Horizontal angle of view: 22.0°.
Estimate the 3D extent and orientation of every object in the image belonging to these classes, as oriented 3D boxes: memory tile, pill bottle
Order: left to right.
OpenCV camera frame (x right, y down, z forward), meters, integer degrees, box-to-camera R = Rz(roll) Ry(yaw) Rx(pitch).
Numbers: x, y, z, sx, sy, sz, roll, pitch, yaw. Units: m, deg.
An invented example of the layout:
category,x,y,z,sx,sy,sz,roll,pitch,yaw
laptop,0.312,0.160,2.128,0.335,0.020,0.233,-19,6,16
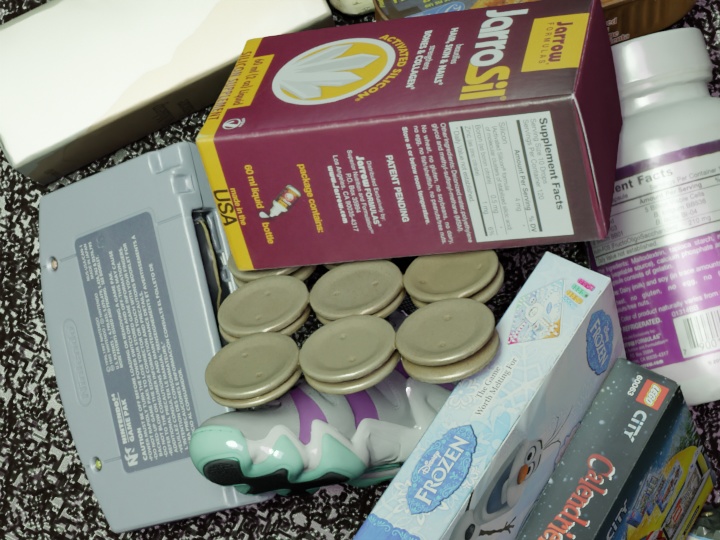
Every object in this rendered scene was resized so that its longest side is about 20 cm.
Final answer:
category,x,y,z,sx,sy,sz,roll,pitch,yaw
memory tile,0.000,0.000,0.967,0.152,0.201,0.017,-11,123,11
pill bottle,0.178,-0.028,1.039,0.111,0.112,0.202,-15,85,0

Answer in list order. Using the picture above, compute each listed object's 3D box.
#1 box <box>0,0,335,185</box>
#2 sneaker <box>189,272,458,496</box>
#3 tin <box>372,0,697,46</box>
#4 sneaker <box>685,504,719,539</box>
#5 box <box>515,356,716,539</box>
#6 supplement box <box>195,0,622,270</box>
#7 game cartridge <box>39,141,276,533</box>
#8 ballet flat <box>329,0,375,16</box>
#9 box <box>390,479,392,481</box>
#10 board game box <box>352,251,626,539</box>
category,x,y,z,sx,sy,sz,roll,pitch,yaw
box,-0.118,-0.130,1.064,0.199,0.095,0.078,-26,86,1
sneaker,-0.009,0.046,0.997,0.199,0.078,0.141,4,73,-38
tin,0.102,-0.164,1.051,0.199,0.042,0.112,-19,51,-11
sneaker,0.277,0.180,1.045,0.198,0.072,0.073,14,106,8
box,0.116,0.162,0.973,0.038,0.137,0.201,23,73,29
supplement box,0.029,-0.071,0.962,0.198,0.111,0.086,-5,124,18
game cartridge,-0.120,0.042,1.045,0.132,0.041,0.202,-16,84,35
ballet flat,0.038,-0.239,1.084,0.066,0.057,0.201,32,88,4
box,0.038,0.124,1.067,0.038,0.041,0.202,-12,85,-2
board game box,0.076,0.126,0.963,0.043,0.200,0.199,25,66,28
